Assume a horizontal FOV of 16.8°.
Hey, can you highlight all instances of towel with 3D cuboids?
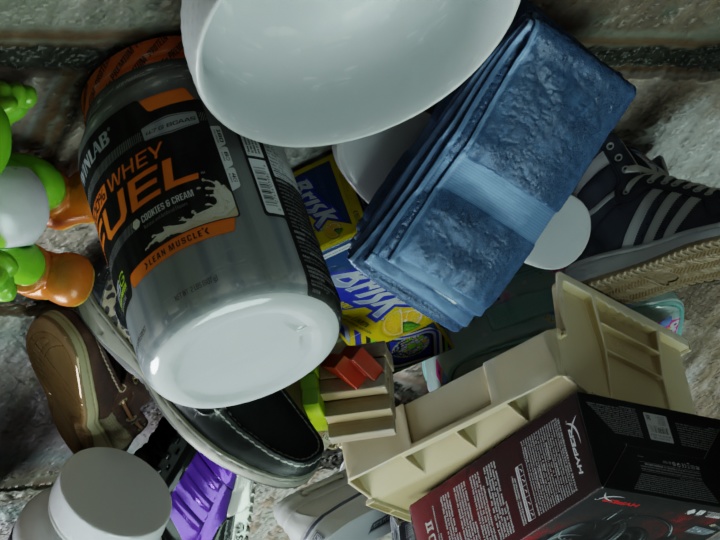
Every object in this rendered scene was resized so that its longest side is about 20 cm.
[{"bbox_3d":[0.085,-0.062,1.542,0.111,0.049,0.201,32,95,-30],"label":"towel"}]

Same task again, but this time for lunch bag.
[{"bbox_3d":[0.146,0.048,1.838,0.199,0.077,0.161,-17,149,-7],"label":"lunch bag"}]

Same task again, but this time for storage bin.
[{"bbox_3d":[0.113,0.104,1.730,0.199,0.094,0.198,-28,147,27],"label":"storage bin"}]

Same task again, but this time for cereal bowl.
[{"bbox_3d":[-0.012,-0.166,1.375,0.199,0.084,0.201,-18,146,-13],"label":"cereal bowl"}]

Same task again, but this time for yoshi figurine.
[{"bbox_3d":[-0.214,-0.051,1.431,0.112,0.113,0.200,-44,143,10],"label":"yoshi figurine"}]

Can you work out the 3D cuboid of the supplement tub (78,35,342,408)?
[{"bbox_3d":[-0.094,-0.031,1.431,0.122,0.201,0.123,-16,149,-10],"label":"supplement tub"}]

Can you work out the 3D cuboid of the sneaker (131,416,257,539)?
[{"bbox_3d":[-0.127,0.137,1.756,0.099,0.070,0.201,1,113,-16],"label":"sneaker"}]

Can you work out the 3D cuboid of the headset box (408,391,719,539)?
[{"bbox_3d":[0.143,0.169,1.680,0.148,0.078,0.200,13,141,-39],"label":"headset box"}]

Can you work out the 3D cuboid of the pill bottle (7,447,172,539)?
[{"bbox_3d":[-0.203,0.222,1.721,0.111,0.112,0.201,0,134,-32],"label":"pill bottle"}]

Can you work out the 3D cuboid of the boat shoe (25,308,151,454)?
[{"bbox_3d":[-0.179,0.074,1.692,0.072,0.072,0.200,-36,153,-17],"label":"boat shoe"}]

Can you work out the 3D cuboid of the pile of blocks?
[{"bbox_3d":[-0.068,0.062,1.649,0.199,0.083,0.062,15,157,18],"label":"pile of blocks"}]

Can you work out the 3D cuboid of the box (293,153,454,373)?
[{"bbox_3d":[0.000,0.000,1.672,0.064,0.070,0.200,-24,150,8],"label":"box"}]

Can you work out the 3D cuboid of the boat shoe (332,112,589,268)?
[{"bbox_3d":[0.061,-0.062,1.607,0.199,0.066,0.072,18,101,-28],"label":"boat shoe"}]

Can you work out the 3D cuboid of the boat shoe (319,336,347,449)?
[{"bbox_3d":[-0.039,0.106,1.823,0.199,0.067,0.074,-34,149,20],"label":"boat shoe"}]

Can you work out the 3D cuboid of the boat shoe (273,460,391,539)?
[{"bbox_3d":[0.010,0.177,1.969,0.199,0.066,0.072,-26,147,-41],"label":"boat shoe"}]

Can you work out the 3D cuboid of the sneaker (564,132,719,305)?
[{"bbox_3d":[0.221,-0.048,1.671,0.199,0.109,0.070,-17,153,39],"label":"sneaker"}]

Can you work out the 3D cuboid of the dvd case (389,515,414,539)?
[{"bbox_3d":[0.109,0.181,1.939,0.199,0.016,0.149,-32,149,-16],"label":"dvd case"}]

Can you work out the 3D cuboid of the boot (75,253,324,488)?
[{"bbox_3d":[-0.079,0.030,1.567,0.154,0.203,0.073,-52,171,35],"label":"boot"}]
